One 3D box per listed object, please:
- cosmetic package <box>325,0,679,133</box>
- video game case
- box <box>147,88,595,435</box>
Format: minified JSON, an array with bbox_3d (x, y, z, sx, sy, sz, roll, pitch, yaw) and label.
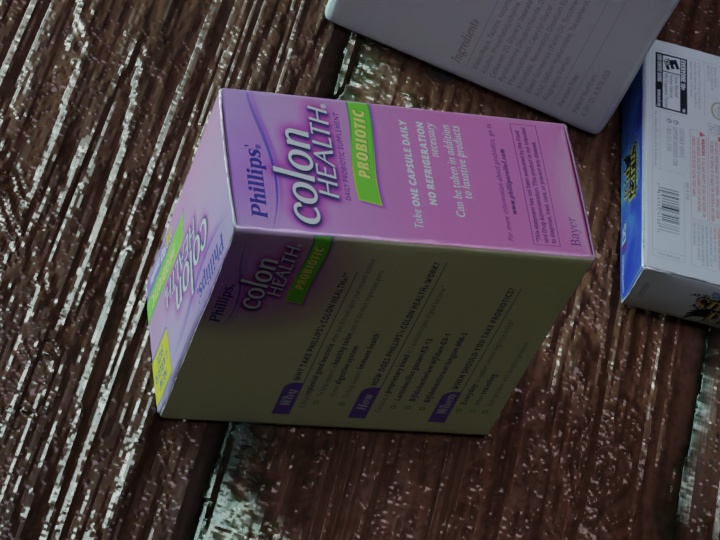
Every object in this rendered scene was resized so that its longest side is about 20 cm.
[{"bbox_3d":[0.109,-0.227,1.545,0.200,0.166,0.168,22,52,-3],"label":"cosmetic package"},{"bbox_3d":[0.258,-0.044,1.542,0.181,0.045,0.200,14,50,-9],"label":"video game case"},{"bbox_3d":[0.000,0.000,1.323,0.200,0.176,0.097,4,53,-18],"label":"box"}]
